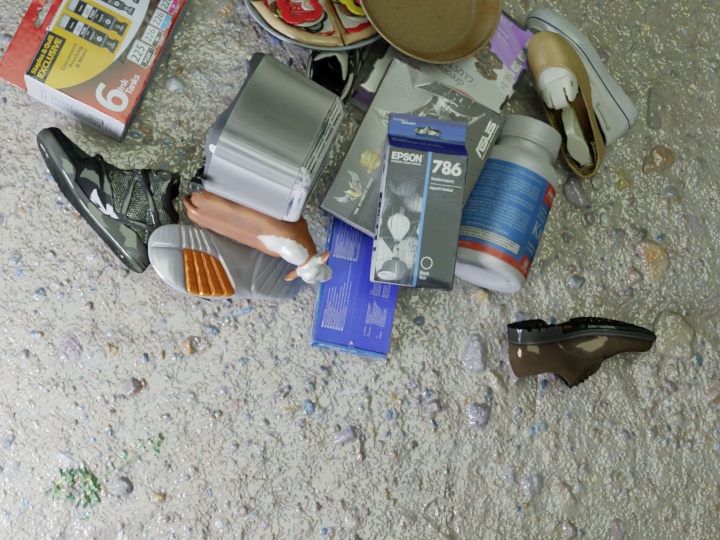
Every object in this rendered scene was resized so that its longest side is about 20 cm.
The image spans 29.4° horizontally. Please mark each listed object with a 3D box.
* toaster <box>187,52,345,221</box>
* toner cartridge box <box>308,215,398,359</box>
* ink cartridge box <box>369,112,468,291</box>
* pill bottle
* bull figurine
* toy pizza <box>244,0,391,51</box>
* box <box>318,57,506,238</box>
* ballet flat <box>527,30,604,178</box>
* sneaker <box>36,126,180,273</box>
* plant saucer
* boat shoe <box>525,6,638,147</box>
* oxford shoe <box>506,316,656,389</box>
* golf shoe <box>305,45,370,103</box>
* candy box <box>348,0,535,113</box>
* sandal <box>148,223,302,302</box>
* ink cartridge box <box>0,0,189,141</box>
[{"bbox_3d":[-0.101,-0.145,1.567,0.128,0.114,0.201,24,53,1],"label":"toaster"},{"bbox_3d":[0.000,0.000,1.678,0.094,0.043,0.203,12,78,-10],"label":"toner cartridge box"},{"bbox_3d":[0.070,-0.081,1.606,0.098,0.039,0.203,6,89,-6],"label":"ink cartridge box"},{"bbox_3d":[0.181,-0.085,1.699,0.111,0.112,0.202,22,77,-8],"label":"pill bottle"},{"bbox_3d":[-0.113,-0.059,1.624,0.198,0.122,0.065,27,120,-13],"label":"bull figurine"},{"bbox_3d":[-0.046,-0.346,1.688,0.197,0.032,0.202,5,51,-6],"label":"toy pizza"},{"bbox_3d":[0.062,-0.128,1.648,0.157,0.048,0.202,28,87,-7],"label":"box"},{"bbox_3d":[0.262,-0.204,1.720,0.068,0.063,0.201,-17,120,22],"label":"ballet flat"},{"bbox_3d":[-0.288,-0.106,1.616,0.114,0.076,0.200,-44,95,-18],"label":"sneaker"},{"bbox_3d":[0.078,-0.342,1.675,0.197,0.035,0.203,6,75,-21],"label":"plant saucer"},{"bbox_3d":[0.276,-0.248,1.769,0.200,0.074,0.067,46,72,-3],"label":"boat shoe"},{"bbox_3d":[0.277,0.103,1.719,0.197,0.073,0.086,-3,97,-12],"label":"oxford shoe"},{"bbox_3d":[-0.025,-0.268,1.695,0.077,0.094,0.203,16,76,-8],"label":"golf shoe"},{"bbox_3d":[0.109,-0.250,1.732,0.167,0.072,0.201,35,74,-6],"label":"candy box"},{"bbox_3d":[-0.167,0.004,1.635,0.205,0.059,0.080,14,71,-32],"label":"sandal"},{"bbox_3d":[-0.317,-0.287,1.634,0.174,0.084,0.202,25,76,-7],"label":"ink cartridge box"}]
